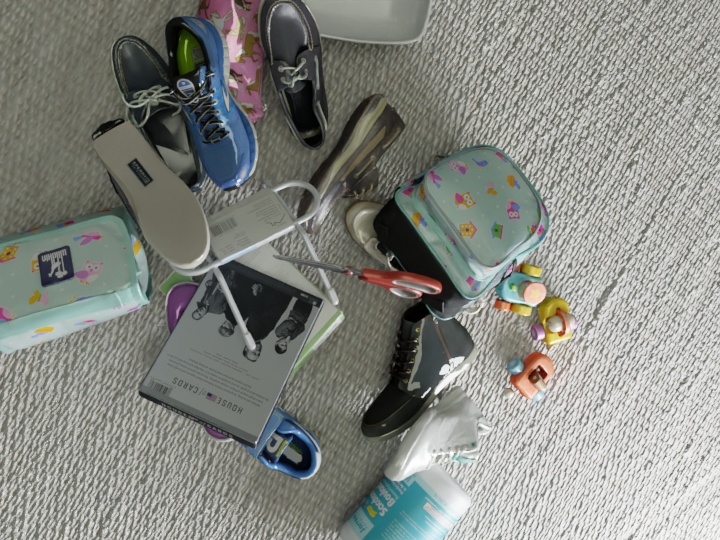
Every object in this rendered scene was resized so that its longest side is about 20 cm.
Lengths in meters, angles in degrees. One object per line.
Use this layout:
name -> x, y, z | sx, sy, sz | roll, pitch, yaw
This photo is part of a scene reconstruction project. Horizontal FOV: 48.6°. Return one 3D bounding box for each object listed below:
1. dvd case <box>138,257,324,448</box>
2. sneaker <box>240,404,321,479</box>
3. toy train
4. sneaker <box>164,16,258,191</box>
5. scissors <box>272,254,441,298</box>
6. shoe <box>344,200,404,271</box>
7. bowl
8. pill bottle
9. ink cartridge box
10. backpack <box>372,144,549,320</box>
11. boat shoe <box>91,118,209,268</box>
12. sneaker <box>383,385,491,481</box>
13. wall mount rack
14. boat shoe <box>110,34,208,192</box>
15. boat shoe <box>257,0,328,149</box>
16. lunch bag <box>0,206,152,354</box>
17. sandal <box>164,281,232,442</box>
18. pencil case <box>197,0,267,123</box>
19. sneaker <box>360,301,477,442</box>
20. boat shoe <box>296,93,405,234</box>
dvd case -> -0.148, 0.089, 0.943 | 0.148, 0.025, 0.202 | 23, 59, 3
sneaker -> -0.128, 0.201, 1.028 | 0.199, 0.082, 0.074 | 34, 90, -14
toy train -> 0.233, 0.085, 1.106 | 0.150, 0.056, 0.201 | -40, 111, -9
sneaker -> -0.176, -0.185, 0.884 | 0.078, 0.089, 0.203 | -19, 89, 18
scissors -> 0.000, 0.000, 0.927 | 0.197, 0.073, 0.014 | 18, 72, -21
shoe -> 0.065, -0.025, 1.059 | 0.199, 0.053, 0.070 | 36, 88, -16
bowl -> -0.009, -0.381, 0.982 | 0.196, 0.075, 0.203 | 3, 97, -13
pill bottle -> 0.048, 0.346, 1.076 | 0.111, 0.111, 0.200 | 44, 86, -15
ink cartridge box -> -0.139, 0.042, 1.024 | 0.200, 0.048, 0.146 | 43, 86, 8
backpack -> 0.140, -0.066, 1.003 | 0.199, 0.153, 0.177 | -33, 82, -37
boat shoe -> -0.233, -0.078, 0.925 | 0.074, 0.093, 0.201 | -31, 76, -10
sneaker -> 0.110, 0.224, 1.035 | 0.088, 0.199, 0.076 | 42, 128, 15
wall mount rack -> -0.121, -0.015, 0.950 | 0.198, 0.075, 0.175 | -28, 62, -17
boat shoe -> -0.242, -0.187, 0.957 | 0.074, 0.062, 0.203 | -21, 101, -6
boat shoe -> -0.071, -0.232, 0.942 | 0.072, 0.063, 0.202 | -16, 136, -6
lunch bag -> -0.323, 0.009, 0.888 | 0.168, 0.200, 0.124 | -15, 109, -10
sandal -> -0.184, 0.106, 0.970 | 0.081, 0.050, 0.205 | -22, 82, 0
pencil case -> -0.152, -0.276, 0.957 | 0.086, 0.082, 0.204 | -1, 98, -44
sneaker -> 0.057, 0.127, 1.061 | 0.200, 0.075, 0.107 | -43, 117, -15
boat shoe -> -0.009, -0.126, 1.017 | 0.073, 0.074, 0.201 | 33, 91, -16
